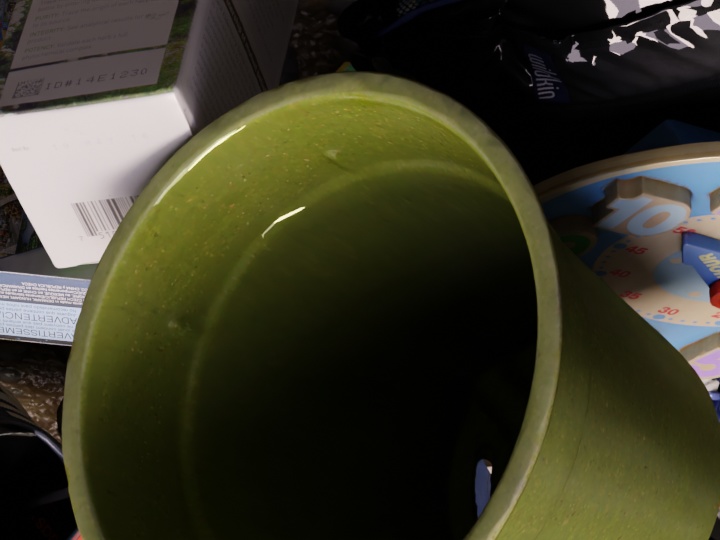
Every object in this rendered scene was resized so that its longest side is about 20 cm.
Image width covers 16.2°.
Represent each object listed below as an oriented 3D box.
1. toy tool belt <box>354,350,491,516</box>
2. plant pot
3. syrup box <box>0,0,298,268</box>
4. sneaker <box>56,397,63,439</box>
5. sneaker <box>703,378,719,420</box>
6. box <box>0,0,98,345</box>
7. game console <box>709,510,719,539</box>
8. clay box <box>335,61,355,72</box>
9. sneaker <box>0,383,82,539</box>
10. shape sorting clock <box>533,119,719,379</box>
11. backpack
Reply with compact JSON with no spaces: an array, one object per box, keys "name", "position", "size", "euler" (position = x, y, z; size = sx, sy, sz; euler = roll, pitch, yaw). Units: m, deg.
[{"name":"toy tool belt","position":[0.014,0.074,1.043],"size":[0.123,0.125,0.200],"euler":[-21,132,11]},{"name":"plant pot","position":[0.032,0.056,0.887],"size":[0.200,0.200,0.190],"euler":[-21,152,29]},{"name":"syrup box","position":[-0.075,-0.102,0.963],"size":[0.079,0.200,0.082],"euler":[-7,134,17]},{"name":"sneaker","position":[-0.098,0.008,1.195],"size":[0.082,0.077,0.200],"euler":[39,125,-7]},{"name":"sneaker","position":[0.144,0.038,1.134],"size":[0.088,0.075,0.200],"euler":[48,121,8]},{"name":"box","position":[-0.135,-0.055,1.025],"size":[0.136,0.200,0.038],"euler":[5,133,5]},{"name":"game console","position":[0.165,0.158,1.283],"size":[0.177,0.031,0.200],"euler":[42,150,-25]},{"name":"clay box","position":[0.000,0.000,1.123],"size":[0.048,0.115,0.200],"euler":[20,150,43]},{"name":"sneaker","position":[-0.189,0.086,1.224],"size":[0.200,0.075,0.085],"euler":[33,167,21]},{"name":"shape sorting clock","position":[0.141,0.001,0.962],"size":[0.200,0.039,0.200],"euler":[0,152,0]},{"name":"backpack","position":[0.120,-0.115,0.947],"size":[0.200,0.147,0.183],"euler":[-15,146,26]}]
